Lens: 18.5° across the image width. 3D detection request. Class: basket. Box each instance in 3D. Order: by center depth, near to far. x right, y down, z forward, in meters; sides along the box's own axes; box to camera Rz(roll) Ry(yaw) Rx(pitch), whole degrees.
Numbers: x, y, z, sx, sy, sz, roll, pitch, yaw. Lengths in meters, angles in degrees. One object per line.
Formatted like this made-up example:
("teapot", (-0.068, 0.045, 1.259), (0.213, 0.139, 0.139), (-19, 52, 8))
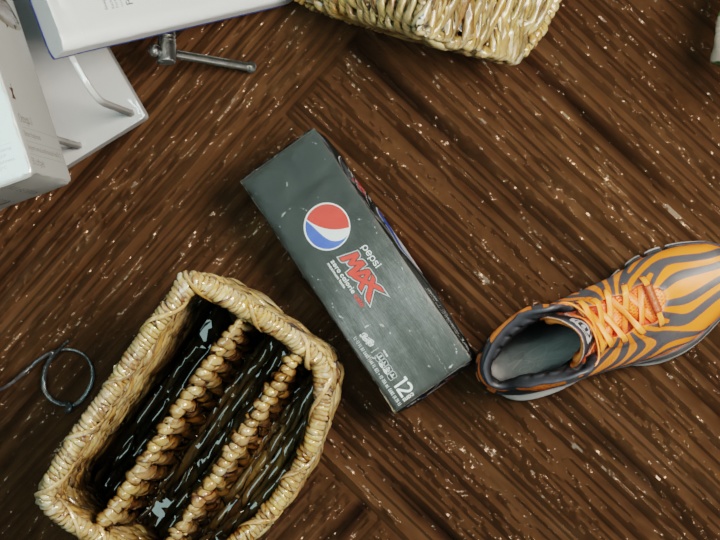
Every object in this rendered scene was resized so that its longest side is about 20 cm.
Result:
("basket", (-0.107, 0.117, 1.529), (0.142, 0.149, 0.200), (36, 92, 7))
("basket", (0.065, -0.257, 1.550), (0.149, 0.142, 0.201), (21, 99, 47))

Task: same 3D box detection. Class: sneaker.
("sneaker", (0.173, 0.040, 1.521), (0.199, 0.112, 0.078), (-27, 86, 6))

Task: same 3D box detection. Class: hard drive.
("hard drive", (-0.150, -0.232, 1.550), (0.199, 0.025, 0.133), (-18, 85, -36))

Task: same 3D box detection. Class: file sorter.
("file sorter", (-0.281, -0.122, 1.577), (0.199, 0.125, 0.139), (-31, 86, 5))

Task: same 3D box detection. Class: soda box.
("soda box", (0.000, 0.000, 1.569), (0.071, 0.063, 0.201), (-34, 85, 4))

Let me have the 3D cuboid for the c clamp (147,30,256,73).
("c clamp", (-0.160, -0.243, 1.585), (0.170, 0.027, 0.201), (1, 79, -34))

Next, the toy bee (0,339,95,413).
("toy bee", (-0.310, 0.088, 1.584), (0.200, 0.109, 0.131), (-36, 83, 5))

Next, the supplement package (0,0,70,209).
("supplement package", (-0.285, -0.136, 1.457), (0.117, 0.117, 0.201), (-19, 88, 5))

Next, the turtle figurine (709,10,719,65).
("turtle figurine", (0.309, -0.233, 1.498), (0.199, 0.144, 0.195), (4, 93, 11))
